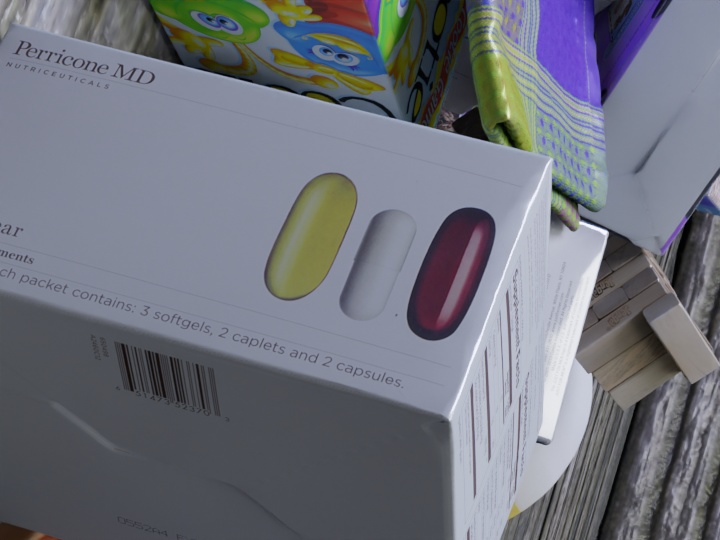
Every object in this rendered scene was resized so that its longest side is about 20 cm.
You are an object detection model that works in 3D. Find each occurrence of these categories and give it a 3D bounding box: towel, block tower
[{"bbox_3d":[0.074,-0.132,0.966,0.144,0.023,0.201,38,49,-62],"label":"towel"},{"bbox_3d":[0.106,-0.018,1.139,0.054,0.058,0.200,48,10,-43],"label":"block tower"}]

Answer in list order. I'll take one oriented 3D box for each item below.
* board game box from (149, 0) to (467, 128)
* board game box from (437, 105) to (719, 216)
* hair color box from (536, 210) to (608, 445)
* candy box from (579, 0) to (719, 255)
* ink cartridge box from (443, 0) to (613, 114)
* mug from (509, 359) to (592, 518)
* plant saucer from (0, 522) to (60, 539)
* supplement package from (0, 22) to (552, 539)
[{"bbox_3d":[-0.019,-0.132,0.946,0.200,0.104,0.104,64,42,-69],"label":"board game box"},{"bbox_3d":[0.132,-0.107,1.389,0.159,0.199,0.097,14,91,-76],"label":"board game box"},{"bbox_3d":[0.000,0.000,0.986,0.060,0.199,0.101,5,-103,62],"label":"hair color box"},{"bbox_3d":[0.154,-0.135,1.104,0.168,0.071,0.200,-58,-166,32],"label":"candy box"},{"bbox_3d":[0.076,-0.181,1.154,0.147,0.084,0.200,-70,-168,-18],"label":"ink cartridge box"},{"bbox_3d":[0.024,0.051,1.119,0.153,0.149,0.187,59,40,-61],"label":"mug"},{"bbox_3d":[-0.151,0.189,0.900,0.200,0.032,0.201,14,90,-76],"label":"plant saucer"},{"bbox_3d":[-0.044,0.025,0.801,0.156,0.199,0.111,86,22,-52],"label":"supplement package"}]
